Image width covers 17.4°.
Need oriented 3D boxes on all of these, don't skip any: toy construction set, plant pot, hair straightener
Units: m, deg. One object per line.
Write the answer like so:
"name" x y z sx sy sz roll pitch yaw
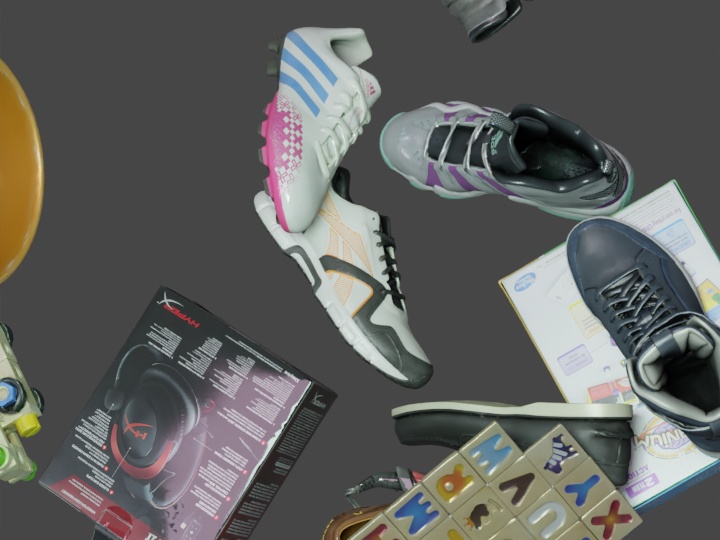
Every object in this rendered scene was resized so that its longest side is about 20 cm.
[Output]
"toy construction set" -0.323 0.105 1.834 0.131 0.092 0.200 -32 84 8
"plant pot" -0.380 -0.076 1.837 0.183 0.200 0.200 -3 78 30
"hair straightener" 0.084 0.190 1.725 0.200 0.041 0.077 8 82 11

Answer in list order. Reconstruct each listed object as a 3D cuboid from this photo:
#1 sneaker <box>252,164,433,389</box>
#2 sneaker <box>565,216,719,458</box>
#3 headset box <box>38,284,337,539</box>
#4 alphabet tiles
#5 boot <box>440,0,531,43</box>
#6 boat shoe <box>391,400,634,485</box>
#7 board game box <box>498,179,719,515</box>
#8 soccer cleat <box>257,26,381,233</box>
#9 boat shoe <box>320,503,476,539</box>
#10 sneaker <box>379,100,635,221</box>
"sneaker" 0.000 0.000 1.771 0.080 0.074 0.200 -36 73 4
"sneaker" 0.202 0.033 1.629 0.077 0.146 0.202 -38 71 7
"headset box" -0.136 0.136 1.779 0.149 0.075 0.200 31 88 19
"alphabet tiles" 0.091 0.203 1.632 0.200 0.006 0.166 -39 110 3
"boot" 0.116 -0.282 1.804 0.132 0.070 0.200 41 103 15
"boat shoe" 0.105 0.124 1.699 0.201 0.074 0.063 1 87 36
"board game box" 0.215 0.058 1.718 0.153 0.040 0.200 -30 74 8
"soccer cleat" -0.028 -0.114 1.768 0.086 0.070 0.200 -7 48 9
"boat shoe" 0.071 0.195 1.662 0.200 0.068 0.072 -2 74 -2
"sneaker" 0.098 -0.094 1.725 0.200 0.140 0.078 9 82 16
